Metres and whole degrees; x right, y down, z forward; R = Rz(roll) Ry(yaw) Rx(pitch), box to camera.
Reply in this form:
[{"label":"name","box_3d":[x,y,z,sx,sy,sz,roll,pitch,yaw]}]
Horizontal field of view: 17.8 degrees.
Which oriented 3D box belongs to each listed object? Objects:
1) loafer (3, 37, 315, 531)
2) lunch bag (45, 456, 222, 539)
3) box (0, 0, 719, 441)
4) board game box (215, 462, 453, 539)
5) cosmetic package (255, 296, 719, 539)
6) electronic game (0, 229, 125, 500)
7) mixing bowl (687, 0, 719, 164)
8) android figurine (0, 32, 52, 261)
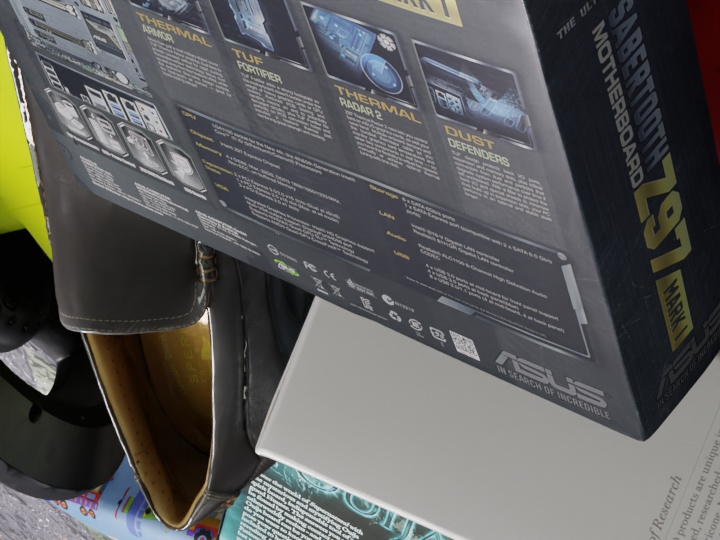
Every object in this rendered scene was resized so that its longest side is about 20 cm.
[{"label":"loafer","box_3d":[-0.063,-0.006,0.705,0.072,0.072,0.201,4,133,33]},{"label":"lunch bag","box_3d":[-0.035,0.138,1.139,0.150,0.094,0.200,12,153,41]},{"label":"box","box_3d":[-0.013,-0.058,0.543,0.199,0.051,0.158,23,150,35]},{"label":"board game box","box_3d":[0.041,0.123,0.835,0.199,0.028,0.136,30,142,9]},{"label":"cosmetic package","box_3d":[0.081,0.052,0.694,0.199,0.085,0.108,22,-175,12]},{"label":"electronic game","box_3d":[-0.149,-0.006,0.866,0.041,0.201,0.200,-29,116,16]},{"label":"mixing bowl","box_3d":[0.047,-0.106,0.567,0.199,0.109,0.201,31,154,17]},{"label":"android figurine","box_3d":[-0.082,-0.064,0.746,0.199,0.041,0.182,-13,124,40]}]
